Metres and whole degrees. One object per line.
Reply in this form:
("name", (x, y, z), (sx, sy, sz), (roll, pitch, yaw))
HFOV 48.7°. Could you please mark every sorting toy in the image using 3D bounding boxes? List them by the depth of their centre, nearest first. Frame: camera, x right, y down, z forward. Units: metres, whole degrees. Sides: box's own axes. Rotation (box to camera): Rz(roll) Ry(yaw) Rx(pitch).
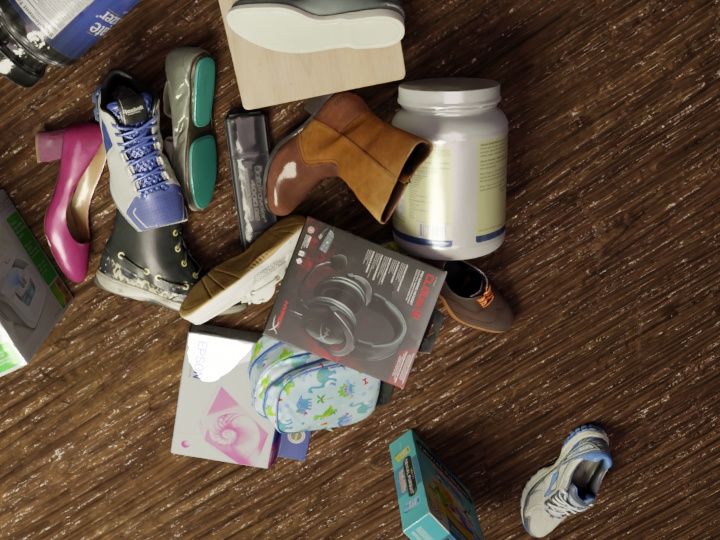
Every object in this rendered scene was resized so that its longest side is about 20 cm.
("sorting toy", (-0.062, -0.313, 0.942), (0.197, 0.070, 0.202), (-11, 110, 0))

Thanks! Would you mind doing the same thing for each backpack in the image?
("backpack", (-0.050, 0.134, 1.053), (0.198, 0.154, 0.164), (5, 133, -8))

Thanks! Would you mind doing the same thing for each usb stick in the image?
("usb stick", (-0.138, -0.109, 1.033), (0.055, 0.033, 0.202), (-9, 111, -11))

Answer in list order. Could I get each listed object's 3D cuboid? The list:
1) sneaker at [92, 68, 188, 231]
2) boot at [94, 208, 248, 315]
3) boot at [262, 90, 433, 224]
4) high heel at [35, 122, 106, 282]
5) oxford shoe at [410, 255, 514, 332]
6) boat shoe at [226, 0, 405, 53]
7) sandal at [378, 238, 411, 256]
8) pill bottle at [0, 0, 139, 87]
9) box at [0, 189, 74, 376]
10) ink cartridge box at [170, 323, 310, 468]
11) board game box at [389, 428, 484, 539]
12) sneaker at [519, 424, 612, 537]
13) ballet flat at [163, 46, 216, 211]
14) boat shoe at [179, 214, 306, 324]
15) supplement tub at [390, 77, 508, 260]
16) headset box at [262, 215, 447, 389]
("sneaker", (-0.266, -0.148, 0.930), (0.080, 0.115, 0.201), (-19, 88, -17))
("boot", (-0.233, -0.031, 1.036), (0.202, 0.074, 0.155), (13, 106, -10))
("boot", (-0.020, -0.109, 0.956), (0.189, 0.200, 0.068), (-53, 140, 8))
("high heel", (-0.347, -0.084, 1.007), (0.095, 0.067, 0.202), (-4, 107, 9))
("oxford shoe", (0.149, 0.034, 1.061), (0.199, 0.072, 0.071), (34, 85, -33))
("boat shoe", (-0.049, -0.291, 0.894), (0.198, 0.073, 0.062), (2, 67, 3))
("sandal", (0.000, 0.000, 1.058), (0.199, 0.087, 0.080), (-11, 106, -22))
("pill bottle", (-0.339, -0.306, 0.906), (0.200, 0.112, 0.112), (-38, 108, 11))
("box", (-0.462, 0.018, 0.971), (0.096, 0.200, 0.177), (-24, 109, 5))
("ink cartridge box", (-0.159, 0.185, 1.136), (0.198, 0.043, 0.198), (10, 109, -6))
("board game box", (0.112, 0.337, 1.122), (0.047, 0.200, 0.151), (-38, 108, 11))
("sneaker", (0.307, 0.329, 1.193), (0.077, 0.085, 0.201), (24, 108, -12))
("ballet flat", (-0.216, -0.177, 0.996), (0.063, 0.067, 0.202), (13, 111, 21))
("boat shoe", (-0.135, 0.013, 1.016), (0.199, 0.071, 0.070), (-37, 123, -12))
("supplement tub", (0.109, -0.128, 0.980), (0.144, 0.145, 0.202), (-3, 110, -2))
("headset box", (0.001, 0.041, 0.955), (0.199, 0.077, 0.150), (22, 89, -4))
